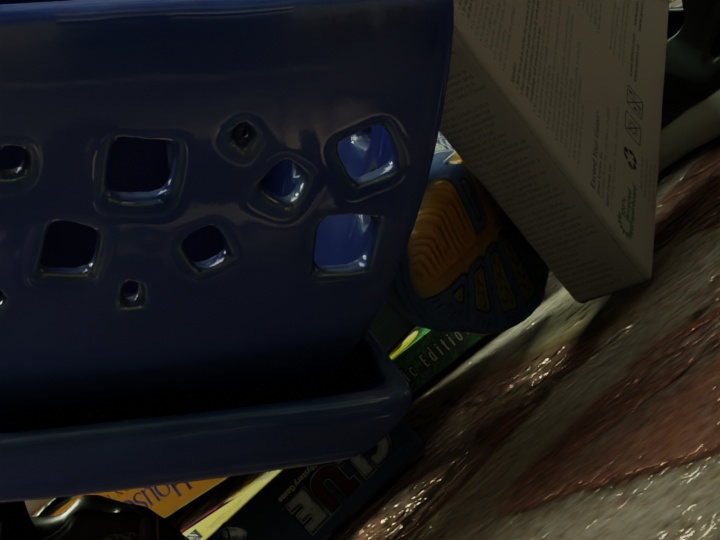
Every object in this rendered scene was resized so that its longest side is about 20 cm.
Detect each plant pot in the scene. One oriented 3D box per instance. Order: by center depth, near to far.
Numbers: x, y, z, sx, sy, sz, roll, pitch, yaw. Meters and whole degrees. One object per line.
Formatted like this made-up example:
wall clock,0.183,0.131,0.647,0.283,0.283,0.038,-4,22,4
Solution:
plant pot,-0.088,-0.031,0.801,0.200,0.180,0.200,-7,21,-15

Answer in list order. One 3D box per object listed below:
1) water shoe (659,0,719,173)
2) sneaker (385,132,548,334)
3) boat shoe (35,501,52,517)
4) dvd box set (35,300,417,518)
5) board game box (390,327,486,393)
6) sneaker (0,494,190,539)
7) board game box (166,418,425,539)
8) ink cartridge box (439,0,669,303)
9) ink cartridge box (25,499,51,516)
water shoe,0.131,-0.087,1.089,0.200,0.079,0.072,-34,7,43
sneaker,0.032,-0.022,0.936,0.088,0.075,0.200,-11,18,22
boat shoe,-0.137,0.128,1.180,0.074,0.065,0.202,-41,6,-20
dvd box set,-0.060,0.066,0.985,0.200,0.029,0.146,-34,5,31
board game box,0.002,0.056,1.082,0.200,0.023,0.105,-38,8,7
sneaker,-0.140,0.151,0.790,0.199,0.114,0.076,-40,4,5
board game box,-0.075,0.130,0.928,0.200,0.035,0.135,-41,6,-21
ink cartridge box,0.060,-0.121,0.907,0.041,0.200,0.200,-20,37,27
ink cartridge box,-0.198,0.093,1.080,0.146,0.083,0.200,-39,3,10
